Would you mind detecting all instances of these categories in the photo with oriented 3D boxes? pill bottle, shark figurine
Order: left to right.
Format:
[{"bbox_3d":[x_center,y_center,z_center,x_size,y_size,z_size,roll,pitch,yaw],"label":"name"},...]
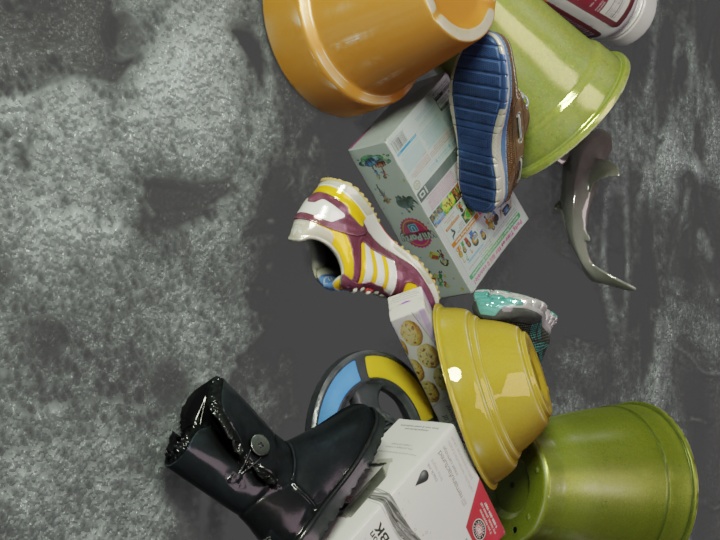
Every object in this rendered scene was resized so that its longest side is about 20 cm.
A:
[{"bbox_3d":[0.274,-0.356,1.945,0.199,0.114,0.115,20,68,-44],"label":"pill bottle"},{"bbox_3d":[0.285,-0.088,1.912,0.128,0.089,0.216,19,67,-43],"label":"shark figurine"}]

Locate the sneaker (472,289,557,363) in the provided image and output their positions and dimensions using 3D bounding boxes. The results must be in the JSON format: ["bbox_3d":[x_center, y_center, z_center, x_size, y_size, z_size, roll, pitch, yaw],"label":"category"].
[{"bbox_3d":[0.171,0.076,1.743,0.200,0.077,0.092,29,72,-64],"label":"sneaker"}]

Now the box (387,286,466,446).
[{"bbox_3d":[0.081,0.104,1.638,0.039,0.041,0.201,-95,164,-52],"label":"box"}]

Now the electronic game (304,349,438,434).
[{"bbox_3d":[0.016,0.181,1.603,0.199,0.041,0.201,13,72,-46],"label":"electronic game"}]

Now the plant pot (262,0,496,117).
[{"bbox_3d":[0.033,-0.275,1.612,0.200,0.183,0.201,13,72,-45],"label":"plant pot"}]

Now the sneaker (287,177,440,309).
[{"bbox_3d":[0.000,0.000,1.612,0.200,0.075,0.090,48,64,-27],"label":"sneaker"}]

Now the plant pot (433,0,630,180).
[{"bbox_3d":[0.170,-0.236,1.769,0.184,0.200,0.201,45,51,-18],"label":"plant pot"}]

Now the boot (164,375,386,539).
[{"bbox_3d":[-0.078,0.153,1.457,0.168,0.076,0.200,45,49,-13],"label":"boot"}]

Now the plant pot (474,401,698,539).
[{"bbox_3d":[0.234,0.241,1.737,0.192,0.200,0.202,7,77,-34],"label":"plant pot"}]

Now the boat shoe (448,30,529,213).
[{"bbox_3d":[0.141,-0.166,1.672,0.072,0.072,0.201,-32,133,-45],"label":"boat shoe"}]

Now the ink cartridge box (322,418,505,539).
[{"bbox_3d":[0.035,0.264,1.532,0.200,0.083,0.147,-44,118,-35],"label":"ink cartridge box"}]

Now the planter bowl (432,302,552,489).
[{"bbox_3d":[0.146,0.118,1.615,0.200,0.083,0.202,-18,90,-78],"label":"planter bowl"}]

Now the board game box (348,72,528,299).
[{"bbox_3d":[0.088,-0.092,1.725,0.148,0.064,0.201,-49,116,-40],"label":"board game box"}]
